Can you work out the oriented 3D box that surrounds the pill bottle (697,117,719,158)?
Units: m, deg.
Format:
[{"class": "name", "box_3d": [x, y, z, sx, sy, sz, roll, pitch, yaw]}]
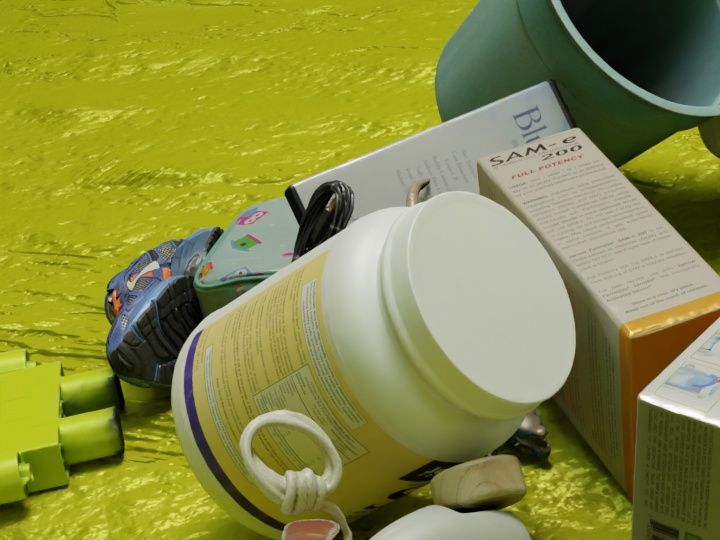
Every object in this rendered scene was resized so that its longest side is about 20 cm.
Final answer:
[{"class": "pill bottle", "box_3d": [0.323, -0.091, 1.551, 0.111, 0.112, 0.200, -23, 27, -24]}]

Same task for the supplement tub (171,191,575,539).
[{"class": "supplement tub", "box_3d": [0.006, 0.053, 1.252, 0.200, 0.146, 0.145, -31, 7, 41]}]

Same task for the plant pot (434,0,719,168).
[{"class": "plant pot", "box_3d": [0.160, -0.155, 1.580, 0.200, 0.200, 0.196, -30, -5, -36]}]

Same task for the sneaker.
[{"class": "sneaker", "box_3d": [-0.141, 0.032, 1.553, 0.078, 0.076, 0.200, -12, 15, 14]}]

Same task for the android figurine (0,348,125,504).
[{"class": "android figurine", "box_3d": [-0.252, 0.107, 1.465, 0.199, 0.041, 0.182, -10, 24, 0]}]

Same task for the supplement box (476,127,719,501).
[{"class": "supplement box", "box_3d": [0.144, 0.023, 1.320, 0.073, 0.126, 0.200, -18, 38, -14]}]

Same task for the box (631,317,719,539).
[{"class": "box", "box_3d": [0.236, 0.079, 1.200, 0.101, 0.113, 0.200, 19, 36, 30]}]

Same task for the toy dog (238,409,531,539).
[{"class": "toy dog", "box_3d": [0.010, 0.157, 1.161, 0.199, 0.096, 0.132, 12, 60, -18]}]

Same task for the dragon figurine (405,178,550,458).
[{"class": "dragon figurine", "box_3d": [0.056, 0.034, 1.377, 0.059, 0.100, 0.200, -14, 43, -19]}]

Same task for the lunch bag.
[{"class": "lunch bag", "box_3d": [0.000, 0.000, 1.539, 0.199, 0.077, 0.160, -3, 24, 18]}]

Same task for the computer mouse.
[{"class": "computer mouse", "box_3d": [-0.053, 0.023, 1.422, 0.034, 0.200, 0.059, 16, 38, -31]}]

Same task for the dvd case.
[{"class": "dvd case", "box_3d": [0.069, -0.024, 1.443, 0.200, 0.143, 0.018, -23, -8, -20]}]
